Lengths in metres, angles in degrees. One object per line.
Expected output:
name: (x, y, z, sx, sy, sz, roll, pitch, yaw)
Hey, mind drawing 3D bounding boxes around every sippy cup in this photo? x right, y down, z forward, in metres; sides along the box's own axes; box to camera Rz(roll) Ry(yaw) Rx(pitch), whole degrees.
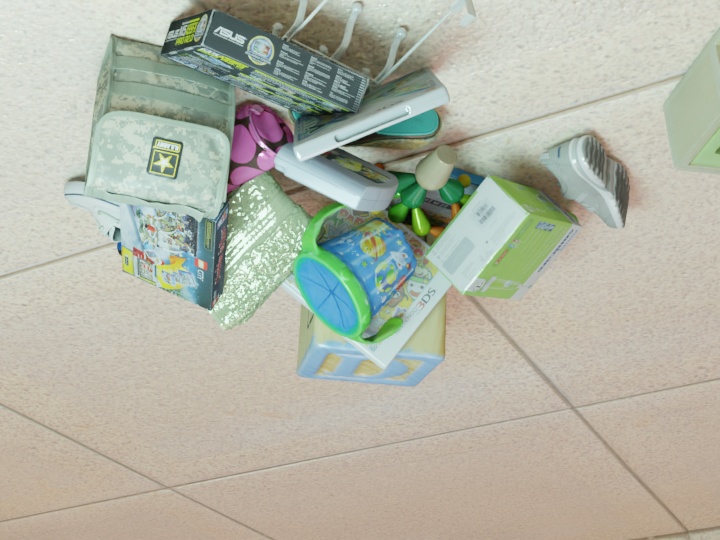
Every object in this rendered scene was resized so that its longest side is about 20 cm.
sippy cup: (0.000, 0.000, 1.656, 0.130, 0.140, 0.178, -38, 149, -27)

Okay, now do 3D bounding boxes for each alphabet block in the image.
alphabet block: (0.015, 0.051, 1.839, 0.196, 0.201, 0.195, 7, 161, -11)

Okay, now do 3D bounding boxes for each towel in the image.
towel: (-0.159, -0.029, 1.679, 0.200, 0.148, 0.036, -45, -175, 4)

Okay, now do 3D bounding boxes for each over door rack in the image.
over door rack: (0.013, -0.288, 1.387, 0.148, 0.067, 0.200, 20, 147, -33)

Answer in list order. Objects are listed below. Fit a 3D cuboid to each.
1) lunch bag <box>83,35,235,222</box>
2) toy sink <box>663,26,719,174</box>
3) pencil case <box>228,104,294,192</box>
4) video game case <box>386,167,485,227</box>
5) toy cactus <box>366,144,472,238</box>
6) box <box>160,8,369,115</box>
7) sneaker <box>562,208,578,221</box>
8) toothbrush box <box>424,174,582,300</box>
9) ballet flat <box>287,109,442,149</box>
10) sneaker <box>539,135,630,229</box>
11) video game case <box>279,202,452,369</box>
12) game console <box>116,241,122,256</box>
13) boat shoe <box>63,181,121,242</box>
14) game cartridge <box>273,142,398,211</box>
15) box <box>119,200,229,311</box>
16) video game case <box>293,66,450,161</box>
lunch bag: (-0.239, -0.162, 1.471, 0.164, 0.200, 0.118, 10, 149, -18)
toy sink: (0.480, -0.209, 1.510, 0.130, 0.112, 0.200, 5, 151, -13)
pencil case: (-0.183, -0.151, 1.621, 0.200, 0.094, 0.091, -24, -173, 33)
video game case: (0.117, -0.086, 1.817, 0.143, 0.018, 0.200, 15, 147, -29)
toy cactus: (0.084, -0.118, 1.657, 0.200, 0.102, 0.165, 16, 147, -17)
box: (-0.113, -0.235, 1.414, 0.200, 0.044, 0.160, 20, 176, -25)
sneaker: (0.246, -0.035, 1.846, 0.077, 0.084, 0.200, 23, 143, -38)
toothbrush box: (0.202, -0.041, 1.710, 0.146, 0.086, 0.200, -52, 153, 18)
ballet flat: (0.004, -0.186, 1.586, 0.199, 0.071, 0.071, 2, 151, -7)
sneaker: (0.319, -0.125, 1.720, 0.082, 0.075, 0.200, -3, 148, 34)
video game case: (0.012, 0.008, 1.732, 0.200, 0.182, 0.023, 39, 163, 3)
game console: (-0.240, -0.035, 1.798, 0.199, 0.171, 0.119, -2, 125, 1)
boat shoe: (-0.336, -0.073, 1.692, 0.200, 0.067, 0.074, 15, 173, 29)
game cartridge: (-0.021, -0.118, 1.517, 0.133, 0.041, 0.200, 30, -167, 5)
box: (-0.241, -0.041, 1.582, 0.136, 0.038, 0.200, 23, 145, 7)
video game case: (0.008, -0.187, 1.441, 0.182, 0.200, 0.022, -22, 105, 3)
